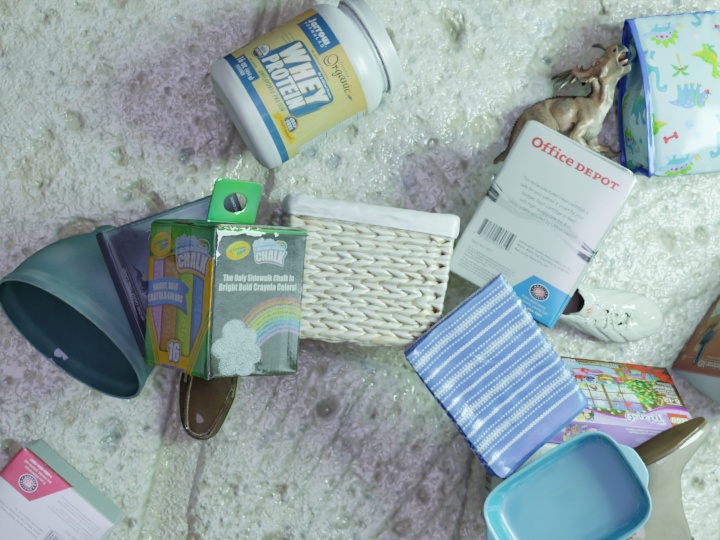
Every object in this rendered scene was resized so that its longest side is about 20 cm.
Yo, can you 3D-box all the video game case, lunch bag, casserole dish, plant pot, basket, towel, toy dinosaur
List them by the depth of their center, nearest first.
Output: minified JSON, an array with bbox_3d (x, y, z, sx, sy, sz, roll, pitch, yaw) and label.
[{"bbox_3d":[0.156,0.123,1.140,0.145,0.024,0.200,-39,109,-5],"label":"towel"},{"bbox_3d":[0.232,0.263,1.145,0.200,0.039,0.121,-37,75,16],"label":"casserole dish"},{"bbox_3d":[-0.193,-0.002,1.162,0.200,0.019,0.144,-26,97,-48],"label":"video game case"},{"bbox_3d":[-0.299,0.033,1.187,0.200,0.200,0.134,36,59,-4],"label":"plant pot"},{"bbox_3d":[0.000,0.000,1.204,0.199,0.198,0.162,6,92,-6],"label":"basket"},{"bbox_3d":[0.417,-0.223,1.286,0.169,0.127,0.201,-6,99,-6],"label":"lunch bag"},{"bbox_3d":[0.252,-0.195,1.294,0.199,0.086,0.136,-20,83,6],"label":"toy dinosaur"}]

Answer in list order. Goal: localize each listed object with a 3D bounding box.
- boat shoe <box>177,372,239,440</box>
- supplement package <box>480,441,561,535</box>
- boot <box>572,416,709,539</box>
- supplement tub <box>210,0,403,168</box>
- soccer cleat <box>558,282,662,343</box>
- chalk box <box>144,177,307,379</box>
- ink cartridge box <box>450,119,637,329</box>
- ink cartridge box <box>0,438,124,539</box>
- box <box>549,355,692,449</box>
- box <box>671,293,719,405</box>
[{"bbox_3d":[-0.179,0.108,1.241,0.074,0.075,0.203,12,87,-5],"label":"boat shoe"},{"bbox_3d":[0.262,0.269,1.258,0.199,0.120,0.122,8,88,-6],"label":"supplement package"},{"bbox_3d":[0.344,0.280,1.169,0.199,0.070,0.147,-33,89,6],"label":"boot"},{"bbox_3d":[-0.064,-0.229,1.227,0.199,0.145,0.145,-31,92,-6],"label":"supplement tub"},{"bbox_3d":[0.291,0.049,1.289,0.199,0.078,0.070,13,87,-6],"label":"soccer cleat"},{"bbox_3d":[-0.142,0.005,1.077,0.124,0.123,0.201,2,92,-44],"label":"chalk box"},{"bbox_3d":[0.214,-0.053,1.206,0.146,0.084,0.201,31,94,13],"label":"ink cartridge box"},{"bbox_3d":[-0.403,0.324,1.208,0.145,0.083,0.200,42,85,-3],"label":"ink cartridge box"},{"bbox_3d":[0.297,0.162,1.258,0.199,0.137,0.039,6,120,-6],"label":"box"},{"bbox_3d":[0.509,0.076,1.273,0.106,0.152,0.200,35,85,-4],"label":"box"}]
